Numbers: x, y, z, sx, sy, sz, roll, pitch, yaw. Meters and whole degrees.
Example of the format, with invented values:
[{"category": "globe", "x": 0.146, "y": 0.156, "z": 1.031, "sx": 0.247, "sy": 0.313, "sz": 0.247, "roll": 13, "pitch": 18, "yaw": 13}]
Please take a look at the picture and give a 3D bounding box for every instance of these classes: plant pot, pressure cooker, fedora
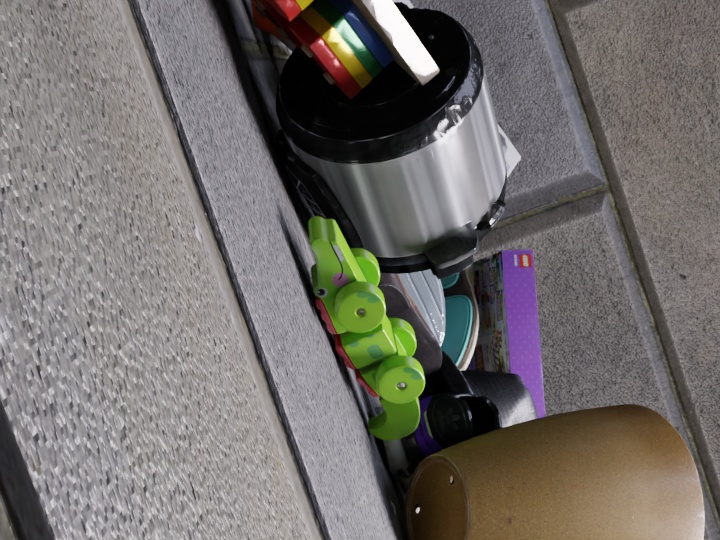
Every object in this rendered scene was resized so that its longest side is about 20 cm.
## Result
[{"category": "plant pot", "x": 0.142, "y": 0.197, "z": 1.246, "sx": 0.186, "sy": 0.199, "sz": 0.188, "roll": -19, "pitch": -112, "yaw": 58}, {"category": "pressure cooker", "x": 0.034, "y": -0.095, "z": 1.269, "sx": 0.200, "sy": 0.178, "sz": 0.177, "roll": 69, "pitch": 36, "yaw": -48}, {"category": "fedora", "x": 0.118, "y": 0.156, "z": 1.482, "sx": 0.200, "sy": 0.091, "sz": 0.202, "roll": 164, "pitch": -90, "yaw": -73}]

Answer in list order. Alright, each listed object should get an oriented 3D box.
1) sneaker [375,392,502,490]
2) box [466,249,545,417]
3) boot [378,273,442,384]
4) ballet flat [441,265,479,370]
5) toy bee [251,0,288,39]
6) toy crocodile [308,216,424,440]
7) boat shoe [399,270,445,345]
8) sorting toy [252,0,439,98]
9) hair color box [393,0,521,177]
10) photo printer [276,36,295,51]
[{"category": "sneaker", "x": 0.077, "y": 0.147, "z": 1.334, "sx": 0.200, "sy": 0.099, "sz": 0.070, "roll": 50, "pitch": 24, "yaw": -76}, {"category": "box", "x": 0.148, "y": 0.085, "z": 1.608, "sx": 0.137, "sy": 0.039, "sz": 0.201, "roll": 157, "pitch": -70, "yaw": -73}, {"category": "boot", "x": 0.000, "y": 0.000, "z": 1.421, "sx": 0.188, "sy": 0.068, "sz": 0.201, "roll": 55, "pitch": 8, "yaw": -48}, {"category": "ballet flat", "x": 0.099, "y": 0.035, "z": 1.596, "sx": 0.062, "sy": 0.067, "sz": 0.201, "roll": 43, "pitch": 43, "yaw": -51}, {"category": "toy bee", "x": -0.060, "y": -0.299, "z": 1.335, "sx": 0.131, "sy": 0.109, "sz": 0.200, "roll": 35, "pitch": -22, "yaw": 3}, {"category": "toy crocodile", "x": 0.002, "y": 0.046, "z": 1.178, "sx": 0.068, "sy": 0.061, "sz": 0.201, "roll": -102, "pitch": 167, "yaw": -55}, {"category": "boat shoe", "x": 0.026, "y": -0.007, "z": 1.532, "sx": 0.067, "sy": 0.073, "sz": 0.201, "roll": -13, "pitch": -85, "yaw": 60}, {"category": "sorting toy", "x": -0.057, "y": -0.231, "z": 1.154, "sx": 0.200, "sy": 0.070, "sz": 0.199, "roll": 48, "pitch": 1, "yaw": 41}, {"category": "hair color box", "x": 0.058, "y": -0.152, "z": 1.413, "sx": 0.200, "sy": 0.065, "sz": 0.109, "roll": 52, "pitch": 28, "yaw": -7}, {"category": "photo printer", "x": -0.024, "y": -0.243, "z": 1.549, "sx": 0.166, "sy": 0.070, "sz": 0.200, "roll": 37, "pitch": 15, "yaw": -13}]
